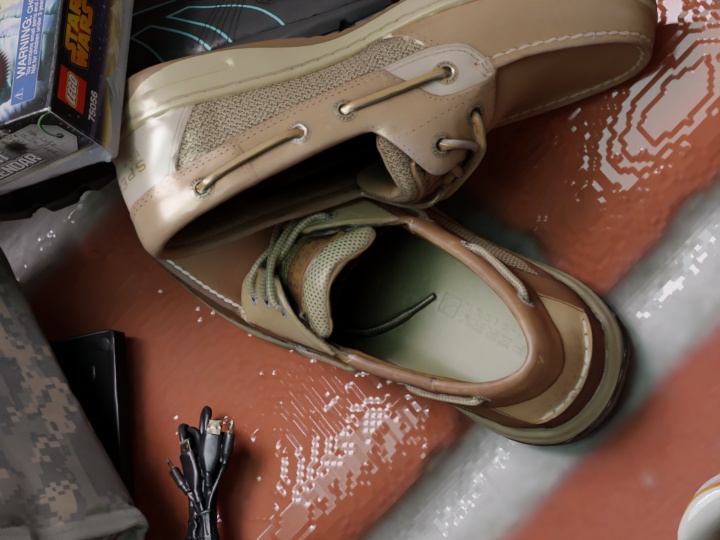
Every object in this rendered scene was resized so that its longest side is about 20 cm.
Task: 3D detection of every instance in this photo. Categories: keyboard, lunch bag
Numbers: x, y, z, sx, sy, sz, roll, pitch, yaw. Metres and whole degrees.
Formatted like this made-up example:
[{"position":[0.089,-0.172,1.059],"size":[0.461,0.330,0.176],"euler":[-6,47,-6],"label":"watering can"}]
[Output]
[{"position":[-0.094,0.121,1.040],"size":[0.127,0.021,0.201],"euler":[-12,76,32],"label":"keyboard"},{"position":[-0.198,0.091,1.040],"size":[0.200,0.117,0.164],"euler":[-49,59,35],"label":"lunch bag"}]

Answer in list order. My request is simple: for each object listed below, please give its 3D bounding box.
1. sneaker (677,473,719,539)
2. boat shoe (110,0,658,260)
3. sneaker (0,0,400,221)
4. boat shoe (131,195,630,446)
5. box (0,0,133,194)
[{"position":[0.158,0.151,0.866],"size":[0.078,0.079,0.200],"euler":[-39,67,16],"label":"sneaker"},{"position":[0.014,-0.050,0.950],"size":[0.200,0.071,0.065],"euler":[-16,65,-8],"label":"boat shoe"},{"position":[-0.068,-0.086,0.997],"size":[0.200,0.075,0.079],"euler":[-20,75,2],"label":"sneaker"},{"position":[0.000,0.000,0.981],"size":[0.200,0.074,0.076],"euler":[20,90,29],"label":"boat shoe"},{"position":[-0.140,-0.115,0.977],"size":[0.137,0.040,0.200],"euler":[-17,56,32],"label":"box"}]
